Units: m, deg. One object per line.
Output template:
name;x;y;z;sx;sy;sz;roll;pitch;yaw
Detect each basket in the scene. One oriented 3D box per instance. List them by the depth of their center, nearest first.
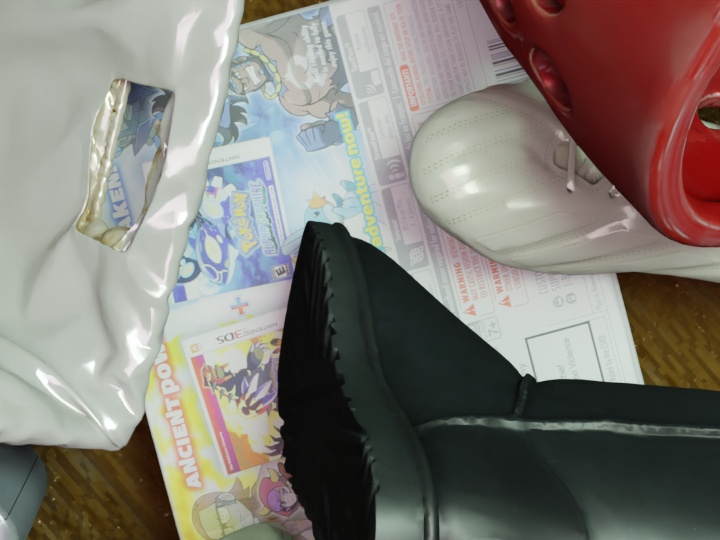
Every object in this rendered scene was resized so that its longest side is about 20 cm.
basket;-0.170;-0.059;0.734;0.161;0.200;0.199;19;97;44

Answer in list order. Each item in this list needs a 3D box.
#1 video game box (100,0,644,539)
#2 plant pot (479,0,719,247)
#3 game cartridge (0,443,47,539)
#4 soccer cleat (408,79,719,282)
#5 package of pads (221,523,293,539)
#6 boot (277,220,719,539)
video game box;0.000;0.000;0.839;0.182;0.047;0.201;-14;93;-2
plant pot;0.114;-0.136;0.715;0.200;0.200;0.183;-43;62;2
game cartridge;-0.198;0.133;0.801;0.200;0.133;0.042;-37;93;2
soccer cleat;0.113;-0.027;0.789;0.199;0.078;0.070;11;82;-25
package of pads;-0.098;0.162;0.732;0.199;0.155;0.068;-26;97;-3
boot;0.065;0.056;0.745;0.168;0.200;0.077;6;116;-15
